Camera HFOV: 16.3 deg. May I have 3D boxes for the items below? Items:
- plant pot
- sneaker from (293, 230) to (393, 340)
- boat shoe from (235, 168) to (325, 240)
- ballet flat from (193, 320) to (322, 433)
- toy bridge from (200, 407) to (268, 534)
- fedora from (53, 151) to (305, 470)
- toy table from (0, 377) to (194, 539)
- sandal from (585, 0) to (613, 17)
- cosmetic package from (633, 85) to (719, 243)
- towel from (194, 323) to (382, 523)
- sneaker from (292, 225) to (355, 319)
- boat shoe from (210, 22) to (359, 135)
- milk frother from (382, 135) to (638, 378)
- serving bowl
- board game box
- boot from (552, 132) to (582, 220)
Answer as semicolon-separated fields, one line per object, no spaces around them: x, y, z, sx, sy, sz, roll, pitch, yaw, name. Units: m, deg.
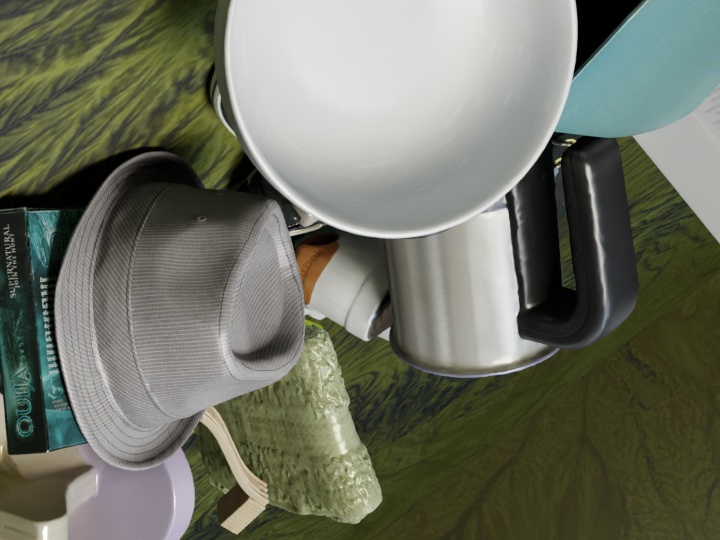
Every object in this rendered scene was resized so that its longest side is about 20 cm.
0.146;-0.161;1.417;0.141;0.141;0.200;-47;152;19;plant pot
0.000;0.000;1.672;0.073;0.085;0.200;-63;169;4;sneaker
0.001;-0.082;1.632;0.200;0.075;0.093;-28;178;-28;boat shoe
-0.098;0.070;1.843;0.067;0.067;0.200;-53;-169;-33;ballet flat
-0.138;0.105;1.688;0.067;0.200;0.027;-43;-151;22;toy bridge
-0.089;0.020;1.437;0.090;0.177;0.200;-3;-161;21;fedora
-0.216;0.130;1.552;0.200;0.184;0.117;-3;-173;40;toy table
0.097;-0.168;1.533;0.200;0.075;0.048;-40;176;12;sandal
0.246;-0.129;1.815;0.101;0.200;0.071;-29;165;-32;cosmetic package
-0.064;0.096;1.738;0.036;0.148;0.200;-25;-163;-31;towel
-0.018;-0.025;1.752;0.118;0.074;0.200;-39;172;7;sneaker
-0.036;-0.112;1.399;0.075;0.062;0.200;-35;169;-21;boat shoe
0.043;-0.020;1.473;0.200;0.180;0.188;-21;120;-23;milk frother
0.010;-0.120;1.283;0.200;0.200;0.066;-34;-157;-17;serving bowl
-0.150;0.029;1.448;0.028;0.135;0.200;-6;180;21;board game box
0.111;-0.062;1.635;0.154;0.073;0.204;-61;174;3;boot
